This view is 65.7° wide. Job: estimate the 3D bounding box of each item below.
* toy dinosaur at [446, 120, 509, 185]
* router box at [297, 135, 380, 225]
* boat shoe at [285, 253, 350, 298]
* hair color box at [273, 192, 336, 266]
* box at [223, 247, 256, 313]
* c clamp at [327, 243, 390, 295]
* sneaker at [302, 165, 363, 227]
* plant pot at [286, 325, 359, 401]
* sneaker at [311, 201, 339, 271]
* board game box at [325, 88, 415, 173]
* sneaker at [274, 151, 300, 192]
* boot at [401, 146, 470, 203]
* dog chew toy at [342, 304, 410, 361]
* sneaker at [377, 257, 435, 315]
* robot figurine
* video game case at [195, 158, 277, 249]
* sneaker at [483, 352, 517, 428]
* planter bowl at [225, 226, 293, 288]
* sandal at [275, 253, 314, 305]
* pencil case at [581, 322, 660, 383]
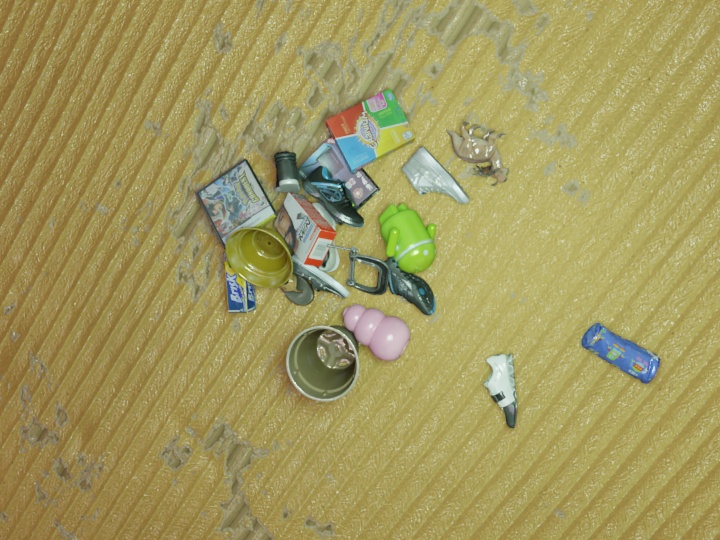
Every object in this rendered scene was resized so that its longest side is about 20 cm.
[{"bbox_3d":[0.305,-0.311,1.474,0.198,0.086,0.137,21,106,13],"label":"toy dinosaur"},{"bbox_3d":[-0.064,-0.251,1.555,0.150,0.062,0.201,-41,87,13],"label":"router box"},{"bbox_3d":[-0.122,0.027,1.583,0.199,0.069,0.057,34,87,1],"label":"boat shoe"},{"bbox_3d":[-0.154,-0.114,1.524,0.200,0.063,0.112,49,119,42],"label":"hair color box"},{"bbox_3d":[-0.352,0.020,1.632,0.063,0.070,0.203,-2,95,14],"label":"box"},{"bbox_3d":[0.000,0.000,1.526,0.168,0.201,0.027,10,55,10],"label":"c clamp"},{"bbox_3d":[-0.062,-0.194,1.484,0.199,0.073,0.082,40,101,4],"label":"sneaker"},{"bbox_3d":[-0.085,0.236,1.547,0.197,0.183,0.204,1,95,10],"label":"plant pot"},{"bbox_3d":[-0.106,-0.094,1.564,0.075,0.092,0.203,-14,93,11],"label":"sneaker"},{"bbox_3d":[0.027,-0.375,1.502,0.198,0.040,0.154,-28,87,-7],"label":"board game box"},{"bbox_3d":[-0.200,-0.268,1.519,0.070,0.200,0.101,-4,90,-10],"label":"sneaker"},{"bbox_3d":[0.200,-0.233,1.511,0.096,0.073,0.200,-44,78,18],"label":"boot"},{"bbox_3d":[0.039,0.163,1.554,0.199,0.124,0.126,31,100,14],"label":"dog chew toy"},{"bbox_3d":[0.132,0.048,1.557,0.201,0.073,0.082,51,128,0],"label":"sneaker"},{"bbox_3d":[0.127,-0.081,1.496,0.116,0.174,0.202,-44,65,40],"label":"robot figurine"},{"bbox_3d":[-0.357,-0.191,1.599,0.180,0.025,0.201,-33,74,6],"label":"video game case"},{"bbox_3d":[0.383,0.330,1.529,0.087,0.074,0.203,-6,85,11],"label":"sneaker"},{"bbox_3d":[-0.267,-0.056,1.550,0.197,0.084,0.202,10,130,12],"label":"planter bowl"},{"bbox_3d":[-0.212,0.018,1.614,0.081,0.055,0.201,-33,89,12],"label":"sandal"},{"bbox_3d":[0.681,0.213,1.454,0.198,0.078,0.087,30,129,6],"label":"pencil case"}]
